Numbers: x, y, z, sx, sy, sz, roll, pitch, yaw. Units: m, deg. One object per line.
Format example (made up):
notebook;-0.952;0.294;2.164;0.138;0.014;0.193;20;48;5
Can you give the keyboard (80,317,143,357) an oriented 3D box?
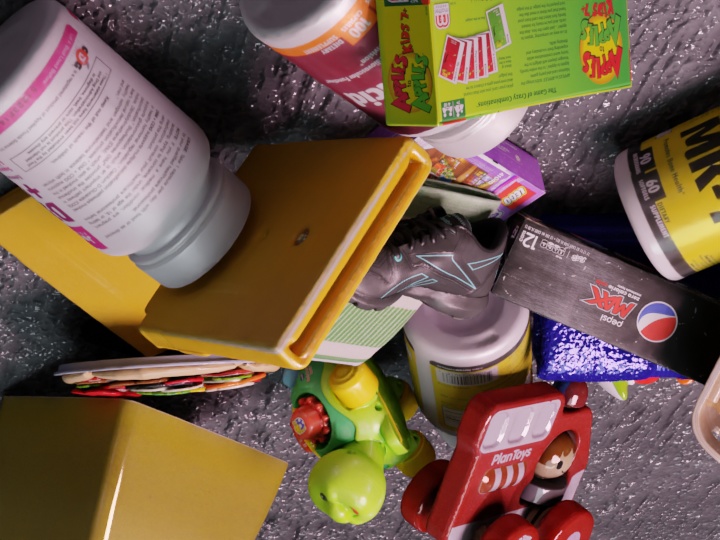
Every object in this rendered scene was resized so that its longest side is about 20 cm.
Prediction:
keyboard;-0.165;0.013;1.398;0.200;0.021;0.127;-34;138;30

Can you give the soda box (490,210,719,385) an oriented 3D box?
soda box;0.203;0.022;1.345;0.199;0.063;0.071;23;98;-7

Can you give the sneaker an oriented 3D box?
sneaker;0.035;-0.016;1.243;0.200;0.075;0.079;6;123;-47

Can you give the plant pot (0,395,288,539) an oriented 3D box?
plant pot;-0.217;0.228;1.491;0.200;0.177;0.200;-3;158;45

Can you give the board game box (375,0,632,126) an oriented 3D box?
board game box;0.097;-0.158;1.072;0.200;0.102;0.048;-15;-165;-43

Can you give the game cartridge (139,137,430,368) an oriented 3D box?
game cartridge;-0.058;-0.016;1.155;0.032;0.177;0.200;43;159;-27

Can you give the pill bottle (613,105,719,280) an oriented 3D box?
pill bottle;0.311;-0.081;1.292;0.200;0.115;0.114;-25;142;21

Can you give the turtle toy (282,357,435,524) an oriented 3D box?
turtle toy;-0.009;0.138;1.457;0.101;0.200;0.146;-31;125;10

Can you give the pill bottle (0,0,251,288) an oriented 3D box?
pill bottle;-0.177;-0.082;1.137;0.113;0.114;0.200;-31;123;28

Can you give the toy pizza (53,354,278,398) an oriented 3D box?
toy pizza;-0.163;0.091;1.416;0.199;0.032;0.200;-3;176;0

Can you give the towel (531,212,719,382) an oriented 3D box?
towel;0.248;0.023;1.404;0.199;0.148;0.050;-1;-176;-7

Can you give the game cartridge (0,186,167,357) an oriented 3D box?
game cartridge;-0.171;-0.021;1.305;0.176;0.033;0.200;-25;130;29

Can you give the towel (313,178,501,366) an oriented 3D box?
towel;0.000;0.000;1.306;0.152;0.023;0.200;10;129;-37

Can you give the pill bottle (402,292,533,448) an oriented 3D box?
pill bottle;0.099;0.082;1.475;0.111;0.112;0.200;-9;145;0

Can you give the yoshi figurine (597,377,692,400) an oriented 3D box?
yoshi figurine;0.266;0.041;1.495;0.199;0.112;0.112;-5;113;14

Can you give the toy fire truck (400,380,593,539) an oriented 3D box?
toy fire truck;0.139;0.171;1.435;0.200;0.112;0.168;-5;122;-47

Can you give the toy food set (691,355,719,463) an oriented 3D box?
toy food set;0.334;0.055;1.320;0.201;0.060;0.143;-64;164;10

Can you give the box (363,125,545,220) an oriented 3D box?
box;0.030;-0.052;1.332;0.200;0.039;0.137;-34;137;30

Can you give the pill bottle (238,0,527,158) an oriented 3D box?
pill bottle;0.023;-0.160;1.112;0.114;0.115;0.200;-31;140;28
